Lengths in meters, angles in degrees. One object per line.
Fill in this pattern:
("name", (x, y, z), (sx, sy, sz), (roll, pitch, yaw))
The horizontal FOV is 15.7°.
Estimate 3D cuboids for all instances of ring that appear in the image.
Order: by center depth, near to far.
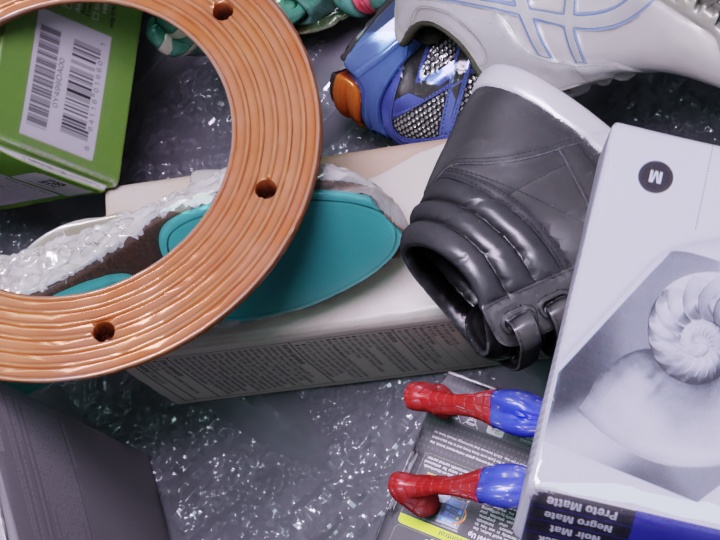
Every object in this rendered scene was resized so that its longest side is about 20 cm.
("ring", (-0.113, -0.046, 1.013), (0.200, 0.019, 0.201), (-3, 64, 7))

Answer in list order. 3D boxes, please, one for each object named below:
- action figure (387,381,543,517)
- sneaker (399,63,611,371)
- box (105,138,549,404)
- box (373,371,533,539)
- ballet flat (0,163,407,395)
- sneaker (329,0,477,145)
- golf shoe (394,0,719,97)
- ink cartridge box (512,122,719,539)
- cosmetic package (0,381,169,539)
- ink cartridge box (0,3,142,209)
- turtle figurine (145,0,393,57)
("action figure", (0.121, 0.080, 1.026), (0.200, 0.099, 0.065), (1, 76, 39))
("sneaker", (0.103, 0.014, 1.000), (0.200, 0.071, 0.099), (34, 72, 10))
("box", (0.000, 0.000, 1.108), (0.199, 0.095, 0.078), (-7, 72, 12))
("box", (0.096, 0.150, 1.063), (0.200, 0.044, 0.161), (19, 81, 20))
("ballet flat", (-0.081, -0.009, 1.052), (0.200, 0.072, 0.072), (-18, 70, 8))
("sneaker", (0.078, -0.125, 1.140), (0.078, 0.075, 0.200), (42, 97, 13))
("golf shoe", (0.095, -0.097, 1.054), (0.200, 0.078, 0.097), (32, 113, 35))
("ink cartridge box", (0.162, 0.062, 0.926), (0.199, 0.041, 0.201), (12, 74, 4))
("cosmetic package", (-0.156, 0.110, 1.063), (0.107, 0.200, 0.090), (-21, 69, 11))
("ink cartridge box", (-0.188, -0.103, 1.154), (0.200, 0.076, 0.148), (-7, 70, 43))
("turtle figurine", (-0.050, -0.147, 1.161), (0.200, 0.101, 0.150), (14, 66, 34))
